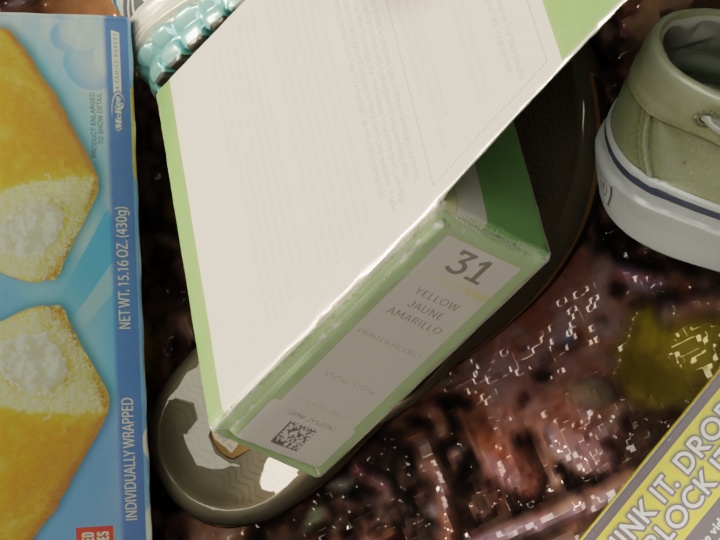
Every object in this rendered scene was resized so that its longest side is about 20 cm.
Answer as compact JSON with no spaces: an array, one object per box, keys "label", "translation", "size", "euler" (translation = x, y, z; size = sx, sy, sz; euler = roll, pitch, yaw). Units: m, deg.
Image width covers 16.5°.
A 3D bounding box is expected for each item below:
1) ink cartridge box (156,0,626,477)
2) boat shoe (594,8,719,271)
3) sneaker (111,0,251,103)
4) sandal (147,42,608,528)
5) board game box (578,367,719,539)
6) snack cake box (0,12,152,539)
[{"label":"ink cartridge box","translation":[0.023,-0.059,0.686],"size":[0.200,0.048,0.146],"euler":[-44,37,28]},{"label":"boat shoe","translation":[0.164,-0.021,0.672],"size":[0.200,0.062,0.072],"euler":[10,54,1]},{"label":"sneaker","translation":[-0.008,-0.141,0.779],"size":[0.200,0.078,0.086],"euler":[-38,69,14]},{"label":"sandal","translation":[0.000,0.000,0.771],"size":[0.200,0.055,0.082],"euler":[-45,71,12]},{"label":"board game box","translation":[0.132,0.126,0.706],"size":[0.165,0.057,0.200],"euler":[42,100,22]},{"label":"snack cake box","translation":[-0.132,0.021,0.777],"size":[0.067,0.115,0.200],"euler":[-7,85,61]}]
